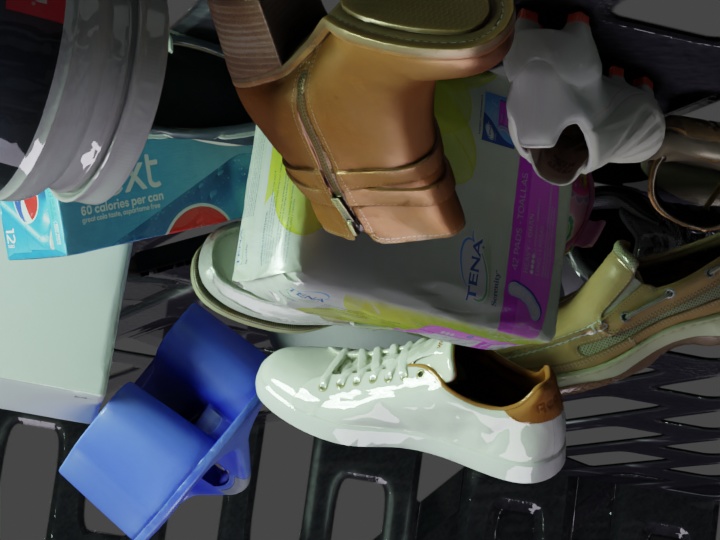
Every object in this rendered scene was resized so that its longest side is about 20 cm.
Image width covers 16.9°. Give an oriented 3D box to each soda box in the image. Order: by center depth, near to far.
[{"bbox_3d":[-0.118,-0.057,1.446,0.199,0.068,0.064,-14,-172,-41],"label":"soda box"}]

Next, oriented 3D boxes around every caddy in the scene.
[{"bbox_3d":[-0.116,0.110,1.601,0.105,0.142,0.200,40,159,-1],"label":"caddy"}]

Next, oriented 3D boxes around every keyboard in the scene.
[{"bbox_3d":[-0.065,-0.027,1.692,0.199,0.021,0.127,-16,178,-17],"label":"keyboard"}]

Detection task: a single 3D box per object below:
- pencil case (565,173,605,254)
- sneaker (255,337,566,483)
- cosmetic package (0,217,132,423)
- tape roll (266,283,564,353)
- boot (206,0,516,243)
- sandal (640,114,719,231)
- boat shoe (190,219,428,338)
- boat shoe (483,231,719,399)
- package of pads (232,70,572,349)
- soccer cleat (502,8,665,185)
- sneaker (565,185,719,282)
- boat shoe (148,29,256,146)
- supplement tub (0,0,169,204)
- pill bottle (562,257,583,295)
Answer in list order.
[{"bbox_3d":[0.057,-0.042,1.538,0.199,0.088,0.087,-2,166,43],"label":"pencil case"},{"bbox_3d":[0.031,0.062,1.461,0.199,0.073,0.085,11,127,18],"label":"sneaker"},{"bbox_3d":[-0.211,-0.014,1.583,0.122,0.201,0.199,9,170,-7],"label":"cosmetic package"},{"bbox_3d":[0.033,0.017,1.625,0.199,0.066,0.200,-18,-163,6],"label":"tape roll"},{"bbox_3d":[0.021,-0.078,1.183,0.200,0.074,0.155,14,137,48],"label":"boot"},{"bbox_3d":[0.204,-0.052,1.440,0.080,0.054,0.200,7,176,7],"label":"sandal"},{"bbox_3d":[0.000,0.000,1.459,0.199,0.075,0.068,5,163,-17],"label":"boat shoe"},{"bbox_3d":[0.163,0.016,1.486,0.199,0.076,0.072,-19,-151,-4],"label":"boat shoe"},{"bbox_3d":[0.028,-0.042,1.355,0.199,0.155,0.068,15,168,-35],"label":"package of pads"},{"bbox_3d":[0.115,-0.078,1.298,0.069,0.078,0.200,4,170,21],"label":"soccer cleat"},{"bbox_3d":[0.211,-0.012,1.558,0.199,0.076,0.114,8,-173,20],"label":"sneaker"},{"bbox_3d":[-0.127,-0.104,1.355,0.199,0.075,0.062,12,171,-26],"label":"boat shoe"},{"bbox_3d":[-0.208,-0.112,1.176,0.199,0.141,0.140,12,170,-26],"label":"supplement tub"},{"bbox_3d":[0.076,0.015,1.779,0.199,0.113,0.112,4,170,18],"label":"pill bottle"}]
